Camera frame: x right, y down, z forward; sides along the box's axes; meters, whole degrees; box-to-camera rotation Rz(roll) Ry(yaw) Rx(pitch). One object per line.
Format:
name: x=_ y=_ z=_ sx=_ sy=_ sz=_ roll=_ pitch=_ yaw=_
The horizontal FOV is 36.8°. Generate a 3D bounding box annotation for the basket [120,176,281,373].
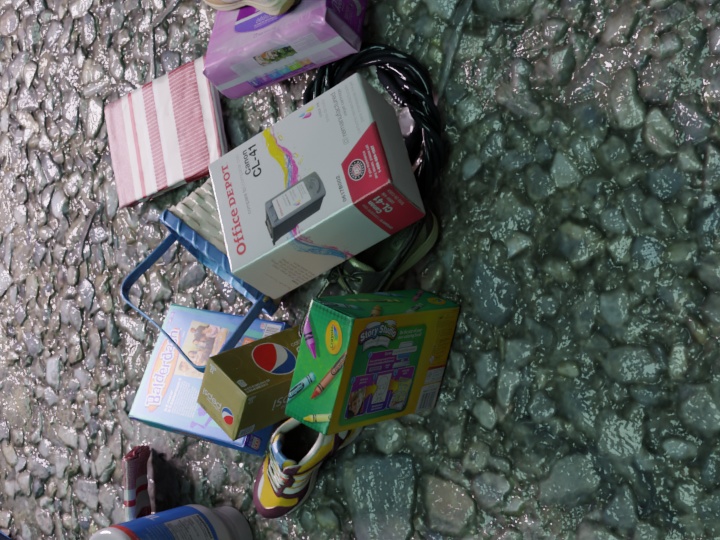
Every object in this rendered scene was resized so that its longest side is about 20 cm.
basket: x=-0.166 y=0.000 z=1.258 sx=0.200 sy=0.140 sz=0.176 roll=-46 pitch=59 yaw=-10

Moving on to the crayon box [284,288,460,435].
crayon box: x=0.017 y=0.088 z=1.099 sx=0.058 sy=0.199 sz=0.121 roll=22 pitch=104 yaw=33

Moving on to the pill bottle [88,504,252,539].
pill bottle: x=-0.224 y=0.343 z=1.292 sx=0.111 sy=0.199 sz=0.115 roll=1 pitch=92 yaw=36

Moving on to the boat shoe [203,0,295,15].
boat shoe: x=-0.139 y=-0.334 z=1.202 sx=0.199 sy=0.069 sz=0.074 roll=21 pitch=77 yaw=49

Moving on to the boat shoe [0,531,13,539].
boat shoe: x=-0.544 y=0.443 z=1.623 sx=0.197 sy=0.068 sz=0.086 roll=10 pitch=97 yaw=37

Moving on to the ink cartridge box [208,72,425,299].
ink cartridge box: x=-0.047 y=-0.085 z=1.120 sx=0.198 sy=0.085 sz=0.150 roll=-28 pitch=58 yaw=18

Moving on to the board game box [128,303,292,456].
board game box: x=-0.177 y=0.128 z=1.312 sx=0.197 sy=0.045 sz=0.155 roll=8 pitch=71 yaw=37

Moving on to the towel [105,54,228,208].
towel: x=-0.252 y=-0.177 z=1.402 sx=0.198 sy=0.023 sz=0.147 roll=-17 pitch=79 yaw=35

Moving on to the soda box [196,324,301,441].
soda box: x=-0.076 y=0.109 z=1.168 sx=0.068 sy=0.198 sz=0.065 roll=39 pitch=126 yaw=29

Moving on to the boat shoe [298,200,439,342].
boat shoe: x=0.001 y=0.000 z=1.144 sx=0.201 sy=0.066 sz=0.072 roll=-46 pitch=57 yaw=-5

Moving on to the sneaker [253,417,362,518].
sneaker: x=-0.082 y=0.216 z=1.248 sx=0.075 sy=0.089 sz=0.201 roll=49 pitch=118 yaw=25

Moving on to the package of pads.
package of pads: x=-0.085 y=-0.281 z=1.226 sx=0.198 sy=0.075 sz=0.123 roll=-14 pitch=57 yaw=37

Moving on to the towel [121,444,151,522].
towel: x=-0.281 y=0.332 z=1.389 sx=0.022 sy=0.144 sz=0.204 roll=-4 pitch=89 yaw=-4

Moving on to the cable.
cable: x=0.013 y=-0.163 z=1.189 sx=0.161 sy=0.050 sz=0.204 roll=-20 pitch=79 yaw=36
